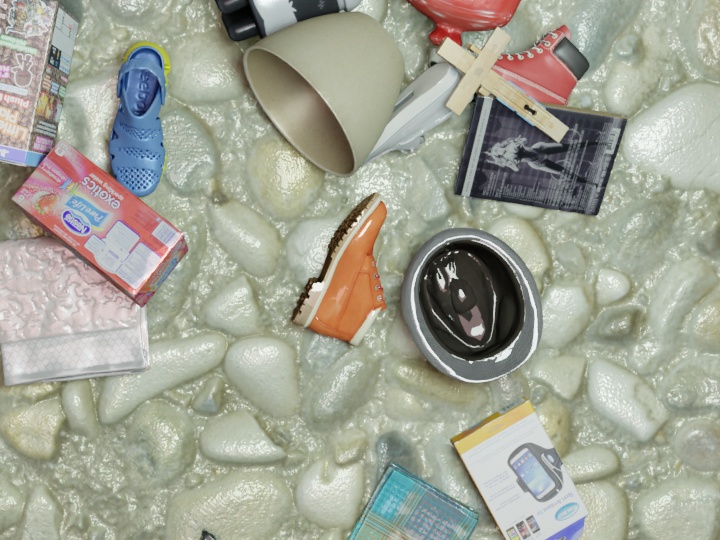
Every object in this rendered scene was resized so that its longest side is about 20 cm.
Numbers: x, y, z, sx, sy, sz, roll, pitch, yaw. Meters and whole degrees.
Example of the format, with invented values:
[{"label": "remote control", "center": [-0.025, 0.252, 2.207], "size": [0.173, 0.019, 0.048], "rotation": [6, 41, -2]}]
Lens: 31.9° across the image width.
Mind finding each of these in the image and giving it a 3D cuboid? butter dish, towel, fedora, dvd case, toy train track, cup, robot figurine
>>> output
[{"label": "butter dish", "center": [0.124, -0.352, 1.583], "size": [0.197, 0.200, 0.149], "rotation": [14, 100, -5]}, {"label": "towel", "center": [0.054, 0.380, 1.697], "size": [0.146, 0.022, 0.201], "rotation": [29, 91, -4]}, {"label": "towel", "center": [-0.380, 0.048, 1.644], "size": [0.198, 0.032, 0.193], "rotation": [-6, 93, -5]}, {"label": "fedora", "center": [0.141, 0.045, 1.652], "size": [0.176, 0.090, 0.201], "rotation": [-32, 88, -3]}, {"label": "dvd case", "center": [0.234, -0.151, 1.649], "size": [0.198, 0.016, 0.150], "rotation": [8, 125, -5]}, {"label": "toy train track", "center": [0.176, -0.227, 1.578], "size": [0.199, 0.033, 0.115], "rotation": [33, 96, -17]}, {"label": "cup", "center": [-0.027, -0.238, 1.567], "size": [0.143, 0.200, 0.201], "rotation": [-42, 95, -17]}, {"label": "robot figurine", "center": [-0.088, -0.364, 1.601], "size": [0.198, 0.150, 0.126], "rotation": [-23, 77, -2]}]

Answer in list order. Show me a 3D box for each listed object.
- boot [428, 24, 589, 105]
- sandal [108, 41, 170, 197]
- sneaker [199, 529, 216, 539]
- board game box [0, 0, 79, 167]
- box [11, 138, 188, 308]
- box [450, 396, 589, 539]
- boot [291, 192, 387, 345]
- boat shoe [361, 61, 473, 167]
[{"label": "boot", "center": [0.198, -0.279, 1.652], "size": [0.199, 0.072, 0.145], "rotation": [28, 90, -13]}, {"label": "sandal", "center": [-0.285, -0.194, 1.612], "size": [0.078, 0.087, 0.203], "rotation": [1, 95, -6]}, {"label": "sneaker", "center": [-0.236, 0.451, 1.663], "size": [0.104, 0.060, 0.200], "rotation": [45, 84, -6]}, {"label": "board game box", "center": [-0.427, -0.234, 1.563], "size": [0.096, 0.159, 0.202], "rotation": [12, 92, -4]}, {"label": "box", "center": [-0.325, -0.057, 1.585], "size": [0.199, 0.095, 0.103], "rotation": [37, 78, 4]}, {"label": "box", "center": [0.220, 0.287, 1.696], "size": [0.118, 0.041, 0.201], "rotation": [-28, 97, -2]}, {"label": "boot", "center": [0.000, 0.000, 1.653], "size": [0.106, 0.075, 0.201], "rotation": [27, 99, -8]}, {"label": "boat shoe", "center": [0.060, -0.187, 1.629], "size": [0.200, 0.072, 0.068], "rotation": [-40, 118, 19]}]
